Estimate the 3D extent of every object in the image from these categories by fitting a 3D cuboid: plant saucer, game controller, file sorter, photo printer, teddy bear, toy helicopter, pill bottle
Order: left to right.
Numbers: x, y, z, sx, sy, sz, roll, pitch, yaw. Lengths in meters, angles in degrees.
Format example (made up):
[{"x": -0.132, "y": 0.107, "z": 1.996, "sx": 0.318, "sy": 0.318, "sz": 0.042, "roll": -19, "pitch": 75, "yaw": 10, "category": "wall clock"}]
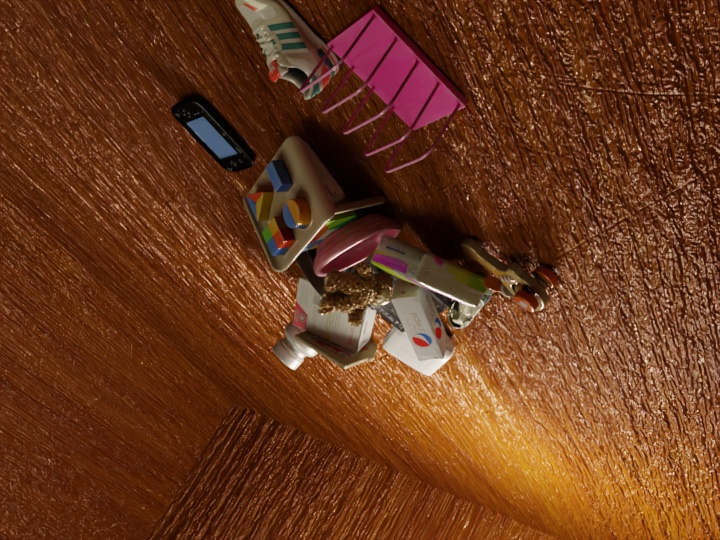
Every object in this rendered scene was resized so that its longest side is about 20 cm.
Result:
[{"x": -0.313, "y": -0.288, "z": 1.645, "sx": 0.104, "sy": 0.042, "sz": 0.200, "roll": 3, "pitch": 145, "yaw": 49, "category": "game controller"}, {"x": -0.144, "y": 0.172, "z": 2.125, "sx": 0.114, "sy": 0.200, "sz": 0.114, "roll": 44, "pitch": -179, "yaw": -1, "category": "pill bottle"}, {"x": -0.099, "y": -0.009, "z": 1.825, "sx": 0.201, "sy": 0.032, "sz": 0.200, "roll": 55, "pitch": -169, "yaw": -15, "category": "plant saucer"}, {"x": -0.013, "y": -0.057, "z": 1.577, "sx": 0.051, "sy": 0.200, "sz": 0.201, "roll": 62, "pitch": 159, "yaw": 10, "category": "plant saucer"}, {"x": -0.004, "y": 0.047, "z": 1.607, "sx": 0.067, "sy": 0.146, "sz": 0.200, "roll": 22, "pitch": 180, "yaw": 45, "category": "teddy bear"}, {"x": 0.029, "y": -0.261, "z": 1.163, "sx": 0.200, "sy": 0.126, "sz": 0.139, "roll": 41, "pitch": 155, "yaw": -21, "category": "file sorter"}, {"x": 0.151, "y": 0.189, "z": 1.986, "sx": 0.166, "sy": 0.070, "sz": 0.200, "roll": 31, "pitch": 157, "yaw": 2, "category": "photo printer"}, {"x": 0.277, "y": 0.006, "z": 1.489, "sx": 0.200, "sy": 0.079, "sz": 0.132, "roll": 38, "pitch": 168, "yaw": 12, "category": "toy helicopter"}]

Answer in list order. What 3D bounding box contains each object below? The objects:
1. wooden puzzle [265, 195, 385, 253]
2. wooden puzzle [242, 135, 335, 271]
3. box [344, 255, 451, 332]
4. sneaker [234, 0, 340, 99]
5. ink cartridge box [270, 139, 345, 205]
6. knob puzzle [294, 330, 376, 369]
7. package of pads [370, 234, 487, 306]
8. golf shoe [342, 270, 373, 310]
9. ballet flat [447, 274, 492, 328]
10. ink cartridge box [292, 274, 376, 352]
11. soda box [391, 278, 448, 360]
[{"x": -0.067, "y": -0.083, "z": 1.526, "sx": 0.200, "sy": 0.185, "sz": 0.037, "roll": -32, "pitch": 81, "yaw": 42, "category": "wooden puzzle"}, {"x": -0.147, "y": -0.122, "z": 1.437, "sx": 0.200, "sy": 0.046, "sz": 0.186, "roll": -42, "pitch": 64, "yaw": 40, "category": "wooden puzzle"}, {"x": 0.082, "y": 0.039, "z": 1.731, "sx": 0.200, "sy": 0.048, "sz": 0.158, "roll": 40, "pitch": 133, "yaw": -19, "category": "box"}, {"x": -0.127, "y": -0.354, "z": 1.213, "sx": 0.200, "sy": 0.094, "sz": 0.070, "roll": 40, "pitch": 156, "yaw": -19, "category": "sneaker"}, {"x": -0.128, "y": -0.155, "z": 1.577, "sx": 0.145, "sy": 0.084, "sz": 0.200, "roll": 53, "pitch": 156, "yaw": 2, "category": "ink cartridge box"}, {"x": -0.046, "y": 0.195, "z": 2.007, "sx": 0.219, "sy": 0.219, "sz": 0.031, "roll": 22, "pitch": 113, "yaw": 22, "category": "knob puzzle"}, {"x": 0.135, "y": 0.002, "z": 1.532, "sx": 0.200, "sy": 0.068, "sz": 0.154, "roll": 24, "pitch": 180, "yaw": -39, "category": "package of pads"}, {"x": 0.000, "y": 0.000, "z": 1.817, "sx": 0.200, "sy": 0.078, "sz": 0.094, "roll": 39, "pitch": 133, "yaw": -11, "category": "golf shoe"}, {"x": 0.233, "y": 0.076, "z": 1.660, "sx": 0.074, "sy": 0.074, "sz": 0.200, "roll": 28, "pitch": 157, "yaw": 8, "category": "ballet flat"}, {"x": -0.064, "y": 0.101, "z": 1.982, "sx": 0.199, "sy": 0.083, "sz": 0.146, "roll": 23, "pitch": 118, "yaw": 20, "category": "ink cartridge box"}, {"x": 0.132, "y": 0.108, "z": 1.694, "sx": 0.063, "sy": 0.068, "sz": 0.200, "roll": -7, "pitch": 130, "yaw": 24, "category": "soda box"}]
